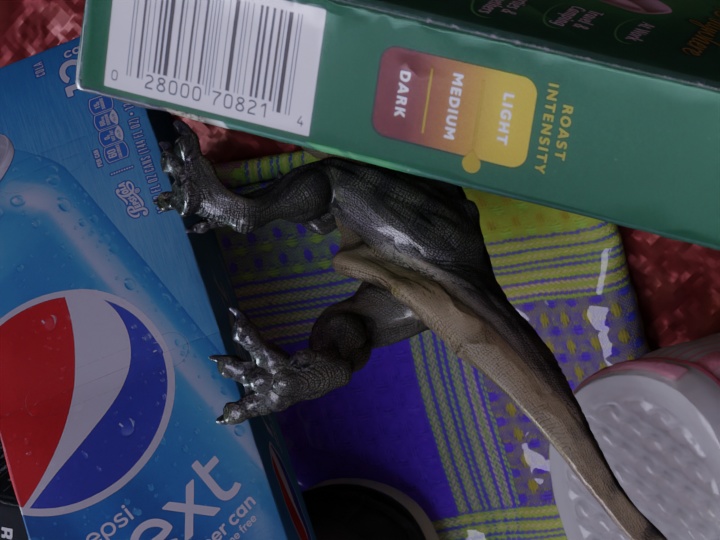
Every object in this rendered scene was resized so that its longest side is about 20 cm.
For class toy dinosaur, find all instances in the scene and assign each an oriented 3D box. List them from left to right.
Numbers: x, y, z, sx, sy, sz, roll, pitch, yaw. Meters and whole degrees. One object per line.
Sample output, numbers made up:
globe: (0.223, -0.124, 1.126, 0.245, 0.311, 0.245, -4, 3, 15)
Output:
toy dinosaur: (0.000, 0.000, 0.745, 0.088, 0.200, 0.048, -2, 128, -25)

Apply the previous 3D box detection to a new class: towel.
towel: (0.022, 0.061, 0.850, 0.143, 0.023, 0.200, -7, 105, 22)

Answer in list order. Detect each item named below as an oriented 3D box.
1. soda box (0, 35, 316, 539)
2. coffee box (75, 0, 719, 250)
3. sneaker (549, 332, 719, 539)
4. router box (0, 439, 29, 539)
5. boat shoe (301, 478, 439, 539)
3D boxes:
soda box: (-0.057, 0.040, 0.778, 0.064, 0.068, 0.200, -22, 62, 3)
coffee box: (0.042, -0.054, 0.751, 0.200, 0.123, 0.044, 14, 110, 14)
sneaker: (0.112, 0.109, 0.784, 0.075, 0.105, 0.201, -8, 99, 32)
router box: (-0.110, 0.143, 0.889, 0.150, 0.062, 0.200, 8, 109, 26)
boat shoe: (-0.008, 0.161, 0.830, 0.074, 0.063, 0.202, 0, 98, 18)
